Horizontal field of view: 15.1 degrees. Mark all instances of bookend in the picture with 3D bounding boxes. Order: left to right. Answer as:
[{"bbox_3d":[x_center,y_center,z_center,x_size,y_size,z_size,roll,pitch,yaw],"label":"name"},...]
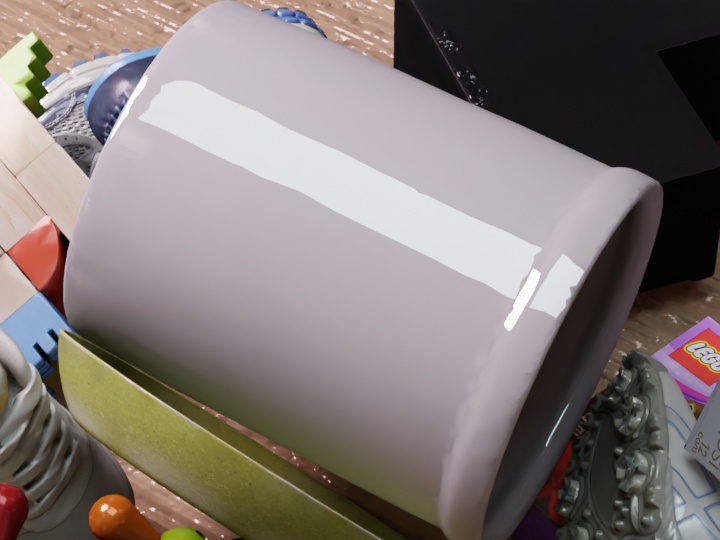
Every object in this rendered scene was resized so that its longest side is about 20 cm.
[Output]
[{"bbox_3d":[0.141,-0.074,1.318,0.199,0.092,0.199,-16,49,-14],"label":"bookend"}]

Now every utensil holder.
[{"bbox_3d":[0.000,0.000,1.121,0.199,0.170,0.170,25,51,13],"label":"utensil holder"}]

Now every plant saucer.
[{"bbox_3d":[-0.047,0.089,1.122,0.200,0.200,0.031,32,88,29],"label":"plant saucer"}]

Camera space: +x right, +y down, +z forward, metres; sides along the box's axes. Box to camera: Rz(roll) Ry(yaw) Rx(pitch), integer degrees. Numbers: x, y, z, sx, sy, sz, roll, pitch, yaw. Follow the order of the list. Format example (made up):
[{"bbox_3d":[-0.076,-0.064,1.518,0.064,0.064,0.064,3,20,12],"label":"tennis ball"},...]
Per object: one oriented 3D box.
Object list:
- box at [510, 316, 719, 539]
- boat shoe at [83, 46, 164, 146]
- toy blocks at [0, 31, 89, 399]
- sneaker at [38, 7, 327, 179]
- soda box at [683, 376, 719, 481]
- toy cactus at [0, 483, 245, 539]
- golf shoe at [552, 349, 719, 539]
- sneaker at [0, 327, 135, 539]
[{"bbox_3d":[0.171,0.118,1.165,0.137,0.039,0.200,-32,52,-26],"label":"box"},{"bbox_3d":[-0.032,-0.053,1.262,0.199,0.084,0.069,10,40,-33],"label":"boat shoe"},{"bbox_3d":[-0.179,0.010,1.241,0.200,0.100,0.137,-41,72,-4],"label":"toy blocks"},{"bbox_3d":[-0.089,-0.064,1.332,0.199,0.077,0.085,-25,54,-19],"label":"sneaker"},{"bbox_3d":[0.231,0.065,1.124,0.199,0.064,0.068,1,32,-42],"label":"soda box"},{"bbox_3d":[-0.078,0.181,1.067,0.199,0.102,0.166,28,60,-19],"label":"toy cactus"},{"bbox_3d":[0.138,0.119,1.106,0.097,0.078,0.201,19,37,-20],"label":"golf shoe"},{"bbox_3d":[-0.160,0.068,1.130,0.081,0.200,0.077,6,61,48],"label":"sneaker"}]
